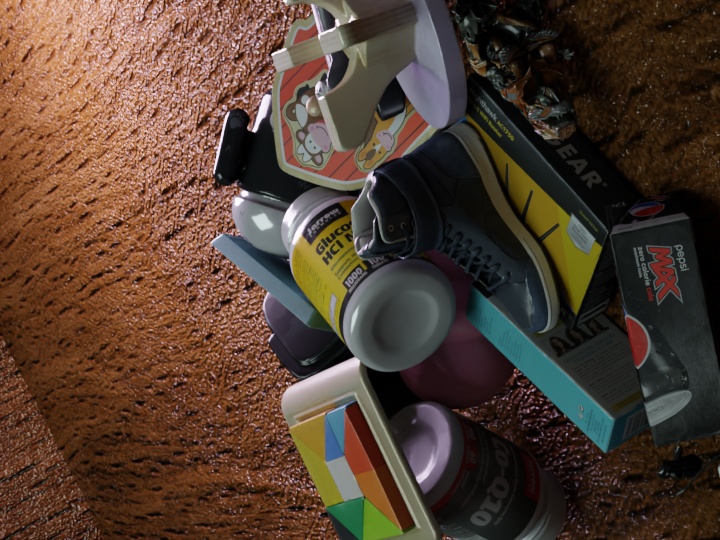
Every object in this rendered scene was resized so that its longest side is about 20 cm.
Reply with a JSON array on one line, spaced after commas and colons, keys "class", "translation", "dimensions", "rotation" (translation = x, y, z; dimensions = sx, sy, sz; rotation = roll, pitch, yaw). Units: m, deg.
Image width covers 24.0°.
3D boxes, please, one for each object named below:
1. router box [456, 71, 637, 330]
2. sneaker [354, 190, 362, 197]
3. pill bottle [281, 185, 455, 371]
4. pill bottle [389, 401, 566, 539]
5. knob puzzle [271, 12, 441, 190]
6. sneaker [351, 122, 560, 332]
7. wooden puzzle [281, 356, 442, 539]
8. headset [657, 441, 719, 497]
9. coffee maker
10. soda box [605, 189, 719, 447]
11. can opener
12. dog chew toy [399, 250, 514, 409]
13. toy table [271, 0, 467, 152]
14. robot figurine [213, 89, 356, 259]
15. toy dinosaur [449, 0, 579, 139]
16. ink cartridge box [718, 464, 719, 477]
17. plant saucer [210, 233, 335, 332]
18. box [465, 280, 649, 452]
[{"class": "router box", "translation": [0.159, -0.068, 1.512], "dimensions": [0.200, 0.051, 0.150], "rotation": [51, 152, 26]}, {"class": "sneaker", "translation": [0.033, -0.097, 1.687], "dimensions": [0.071, 0.079, 0.202], "rotation": [34, 142, 49]}, {"class": "pill bottle", "translation": [0.000, 0.000, 1.610], "dimensions": [0.200, 0.112, 0.113], "rotation": [48, 153, 51]}, {"class": "pill bottle", "translation": [0.114, 0.216, 1.707], "dimensions": [0.199, 0.115, 0.114], "rotation": [30, 179, -41]}, {"class": "knob puzzle", "translation": [-0.015, -0.166, 1.631], "dimensions": [0.218, 0.030, 0.222], "rotation": [0, 90, 29]}, {"class": "sneaker", "translation": [0.077, -0.014, 1.490], "dimensions": [0.203, 0.145, 0.077], "rotation": [60, 151, 7]}, {"class": "wooden puzzle", "translation": [-0.008, 0.195, 1.640], "dimensions": [0.185, 0.037, 0.202], "rotation": [-29, 82, 60]}, {"class": "headset", "translation": [0.333, 0.162, 1.341], "dimensions": [0.198, 0.094, 0.125], "rotation": [-2, 85, 32]}, {"class": "coffee maker", "translation": [0.011, 0.094, 1.792], "dimensions": [0.191, 0.135, 0.200], "rotation": [21, 166, 37]}, {"class": "soda box", "translation": [0.254, 0.041, 1.397], "dimensions": [0.063, 0.070, 0.202], "rotation": [-79, -25, -66]}, {"class": "can opener", "translation": [-0.021, -0.229, 1.587], "dimensions": [0.063, 0.078, 0.202], "rotation": [145, 107, -73]}, {"class": "dog chew toy", "translation": [0.094, 0.035, 1.671], "dimensions": [0.124, 0.124, 0.202], "rotation": [32, 133, 46]}, {"class": "toy table", "translation": [0.003, -0.206, 1.472], "dimensions": [0.202, 0.116, 0.184], "rotation": [66, 161, 3]}, {"class": "robot figurine", "translation": [-0.060, -0.111, 1.743], "dimensions": [0.149, 0.125, 0.202], "rotation": [17, 92, 19]}, {"class": "toy dinosaur", "translation": [0.117, -0.197, 1.425], "dimensions": [0.199, 0.102, 0.136], "rotation": [34, 154, 27]}, {"class": "ink cartridge box", "translation": [0.396, 0.265, 1.405], "dimensions": [0.199, 0.043, 0.200], "rotation": [21, 132, 56]}, {"class": "plant saucer", "translation": [-0.076, 0.011, 1.716], "dimensions": [0.200, 0.070, 0.019], "rotation": [37, 108, 47]}, {"class": "box", "translation": [0.190, 0.072, 1.556], "dimensions": [0.200, 0.082, 0.049], "rotation": [45, 147, 33]}]
